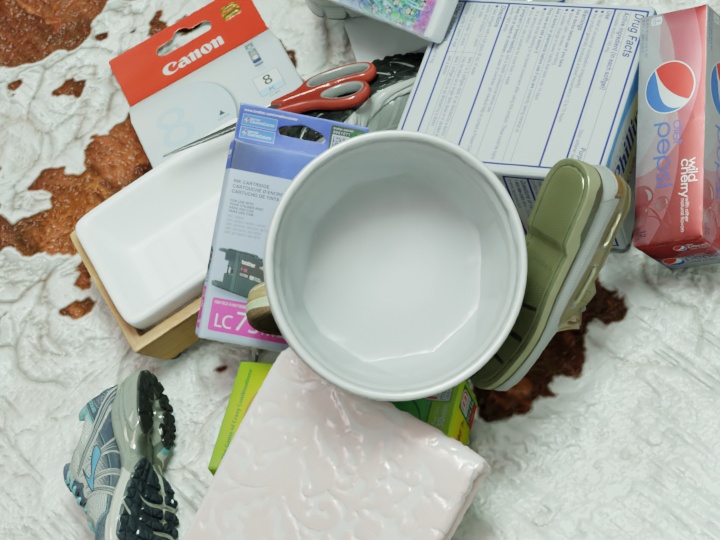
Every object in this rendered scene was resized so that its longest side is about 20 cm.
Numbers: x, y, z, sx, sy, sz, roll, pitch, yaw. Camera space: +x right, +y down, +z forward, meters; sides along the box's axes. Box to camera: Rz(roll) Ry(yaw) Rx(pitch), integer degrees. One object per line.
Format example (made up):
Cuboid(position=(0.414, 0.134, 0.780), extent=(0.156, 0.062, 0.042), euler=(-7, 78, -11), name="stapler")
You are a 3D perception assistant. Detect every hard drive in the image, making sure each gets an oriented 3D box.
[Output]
Cuboid(position=(0.079, -0.263, 1.830), extent=(0.198, 0.025, 0.133), euler=(-22, 51, 6), name="hard drive")

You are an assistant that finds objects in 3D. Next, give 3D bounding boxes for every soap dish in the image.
Cuboid(position=(-0.139, -0.026, 1.715), extent=(0.199, 0.081, 0.158), euler=(-33, 51, -3), name="soap dish")

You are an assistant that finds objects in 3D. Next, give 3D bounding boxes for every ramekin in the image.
Cuboid(position=(0.025, -0.002, 1.491), extent=(0.198, 0.105, 0.202), euler=(0, 87, -1), name="ramekin")

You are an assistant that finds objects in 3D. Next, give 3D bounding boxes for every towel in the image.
Cuboid(position=(-0.023, 0.184, 1.504), extent=(0.199, 0.032, 0.192), euler=(28, 89, 27), name="towel")

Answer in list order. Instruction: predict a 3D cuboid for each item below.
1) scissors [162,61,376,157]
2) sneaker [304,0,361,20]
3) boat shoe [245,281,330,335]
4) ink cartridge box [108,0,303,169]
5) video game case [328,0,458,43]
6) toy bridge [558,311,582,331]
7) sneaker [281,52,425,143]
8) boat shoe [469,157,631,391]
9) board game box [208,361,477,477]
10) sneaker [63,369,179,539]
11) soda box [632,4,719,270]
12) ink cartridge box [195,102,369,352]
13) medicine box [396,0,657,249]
Cuboid(position=(-0.079, -0.141, 1.722), extent=(0.198, 0.014, 0.073), euler=(-17, 32, 6), name="scissors")
Cuboid(position=(0.031, -0.282, 1.789), extent=(0.198, 0.091, 0.079), euler=(-4, 53, 17), name="sneaker")
Cuboid(position=(0.000, 0.000, 1.591), extent=(0.198, 0.072, 0.077), euler=(-10, 70, -9), name="boat shoe")
Cuboid(position=(-0.150, -0.186, 1.853), extent=(0.159, 0.047, 0.201), euler=(-30, 53, 0), name="ink cartridge box")
Cuboid(position=(0.038, -0.319, 1.709), extent=(0.181, 0.024, 0.202), euler=(27, 97, 38), name="video game case")
Cuboid(position=(0.083, 0.045, 1.610), extent=(0.198, 0.027, 0.068), euler=(-4, 57, 18), name="toy bridge")
Cuboid(position=(0.015, -0.133, 1.743), extent=(0.200, 0.080, 0.074), euler=(-37, 31, -26), name="sneaker")
Cuboid(position=(0.152, 0.011, 1.534), extent=(0.075, 0.068, 0.201), euler=(47, 117, 44), name="boat shoe")
Cuboid(position=(-0.014, 0.133, 1.574), extent=(0.198, 0.048, 0.102), euler=(2, 58, 23), name="board game box")
Cuboid(position=(-0.202, 0.182, 1.611), extent=(0.086, 0.078, 0.201), euler=(-21, 43, 22), name="sneaker")
Cuboid(position=(0.265, -0.107, 1.577), extent=(0.063, 0.070, 0.202), euler=(-8, 70, 34), name="soda box")
Cuboid(position=(-0.062, -0.032, 1.627), extent=(0.118, 0.042, 0.202), euler=(11, 87, -8), name="ink cartridge box")
Cuboid(position=(0.147, -0.127, 1.658), extent=(0.198, 0.103, 0.183), euler=(7, 59, 25), name="medicine box")
